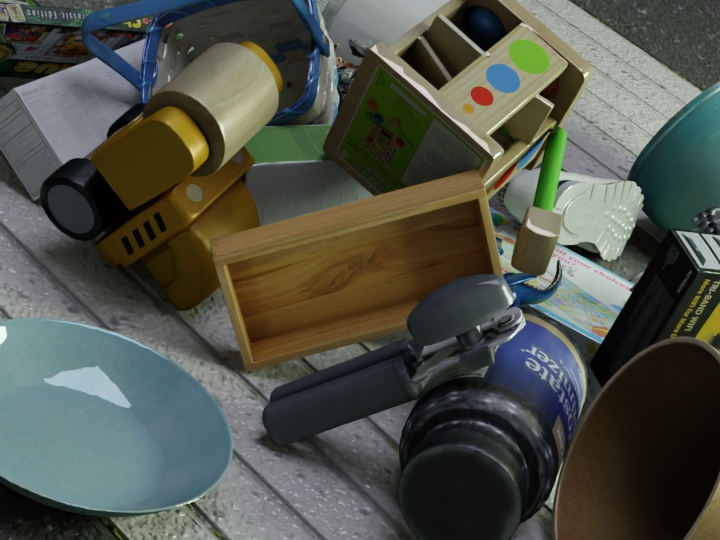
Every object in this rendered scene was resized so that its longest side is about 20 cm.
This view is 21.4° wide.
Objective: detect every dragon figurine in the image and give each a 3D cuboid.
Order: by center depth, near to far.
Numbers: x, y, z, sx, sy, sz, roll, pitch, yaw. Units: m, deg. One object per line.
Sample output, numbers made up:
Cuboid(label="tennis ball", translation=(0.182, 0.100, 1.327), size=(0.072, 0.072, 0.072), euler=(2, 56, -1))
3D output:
Cuboid(label="dragon figurine", translation=(0.099, 0.012, 1.502), size=(0.199, 0.100, 0.059), euler=(-19, 47, -26))

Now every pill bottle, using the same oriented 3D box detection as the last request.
Cuboid(label="pill bottle", translation=(0.090, 0.113, 1.333), size=(0.112, 0.112, 0.200), euler=(25, 28, 5))

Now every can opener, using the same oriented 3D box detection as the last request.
Cuboid(label="can opener", translation=(0.018, 0.056, 1.304), size=(0.067, 0.199, 0.053), euler=(63, 19, -16))

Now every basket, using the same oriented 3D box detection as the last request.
Cuboid(label="basket", translation=(-0.105, -0.172, 1.540), size=(0.200, 0.176, 0.140), euler=(46, 37, -53))

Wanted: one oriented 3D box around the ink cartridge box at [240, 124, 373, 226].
Cuboid(label="ink cartridge box", translation=(-0.014, -0.060, 1.534), size=(0.199, 0.104, 0.059), euler=(-4, 35, -21))

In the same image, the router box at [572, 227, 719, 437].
Cuboid(label="router box", translation=(0.262, 0.065, 1.443), size=(0.157, 0.200, 0.052), euler=(5, 39, -28))

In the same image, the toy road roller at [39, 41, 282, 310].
Cuboid(label="toy road roller", translation=(-0.124, -0.062, 1.412), size=(0.146, 0.200, 0.123), euler=(51, 45, -9))

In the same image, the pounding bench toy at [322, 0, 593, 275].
Cuboid(label="pounding bench toy", translation=(0.106, -0.103, 1.454), size=(0.200, 0.124, 0.156), euler=(42, 53, 11))

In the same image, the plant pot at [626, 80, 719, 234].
Cuboid(label="plant pot", translation=(0.384, -0.060, 1.784), size=(0.200, 0.200, 0.188), euler=(-10, 56, -45))

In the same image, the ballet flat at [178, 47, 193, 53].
Cuboid(label="ballet flat", translation=(-0.128, -0.163, 1.702), size=(0.072, 0.072, 0.200), euler=(4, 29, -30))

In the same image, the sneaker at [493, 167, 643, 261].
Cuboid(label="sneaker", translation=(0.191, -0.060, 1.722), size=(0.080, 0.077, 0.200), euler=(20, 2, 31))

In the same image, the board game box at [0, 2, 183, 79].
Cuboid(label="board game box", translation=(-0.256, -0.195, 1.642), size=(0.199, 0.105, 0.024), euler=(-1, 72, -35))

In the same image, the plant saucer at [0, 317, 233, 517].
Cuboid(label="plant saucer", translation=(-0.183, 0.104, 1.231), size=(0.200, 0.039, 0.201), euler=(18, 28, -10))

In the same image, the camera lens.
Cuboid(label="camera lens", translation=(0.027, -0.215, 1.811), size=(0.200, 0.160, 0.160), euler=(35, 30, 22))

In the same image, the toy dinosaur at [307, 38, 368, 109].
Cuboid(label="toy dinosaur", translation=(-0.002, -0.120, 1.649), size=(0.102, 0.136, 0.200), euler=(7, 31, -28))

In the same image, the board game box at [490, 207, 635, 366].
Cuboid(label="board game box", translation=(0.157, 0.018, 1.629), size=(0.200, 0.034, 0.134), euler=(29, 29, 13))

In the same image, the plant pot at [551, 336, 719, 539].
Cuboid(label="plant pot", translation=(0.266, 0.173, 1.316), size=(0.200, 0.187, 0.187), euler=(28, 24, -22))

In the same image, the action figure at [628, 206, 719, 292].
Cuboid(label="action figure", translation=(0.273, 0.037, 1.552), size=(0.102, 0.200, 0.119), euler=(-11, 56, -9))

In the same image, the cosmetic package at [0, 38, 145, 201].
Cuboid(label="cosmetic package", translation=(-0.220, -0.127, 1.567), size=(0.083, 0.051, 0.200), euler=(59, 32, -2))

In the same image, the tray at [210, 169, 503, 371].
Cuboid(label="tray", translation=(0.000, 0.000, 1.383), size=(0.199, 0.099, 0.037), euler=(-14, 31, 0))
